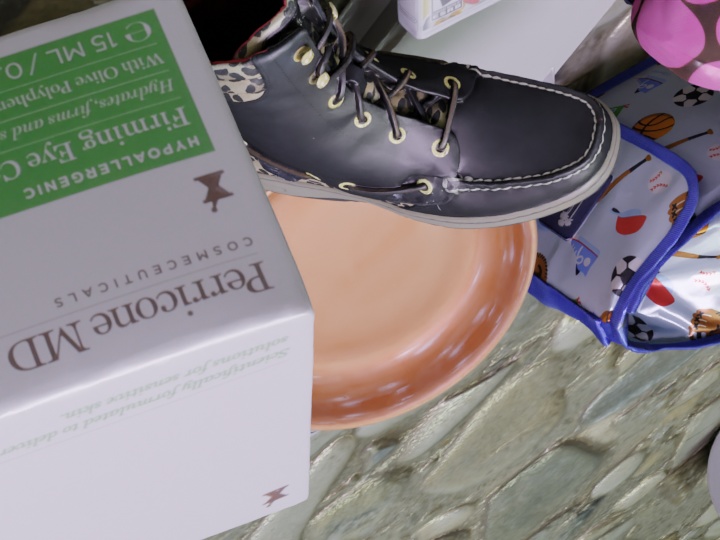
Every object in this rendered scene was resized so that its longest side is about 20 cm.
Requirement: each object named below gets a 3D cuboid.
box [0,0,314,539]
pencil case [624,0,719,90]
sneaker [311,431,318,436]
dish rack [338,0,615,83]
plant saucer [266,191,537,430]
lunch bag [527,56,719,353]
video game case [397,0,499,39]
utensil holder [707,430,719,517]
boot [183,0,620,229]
[{"bbox_3d":[-0.139,0.023,0.939,0.199,0.172,0.200,-19,155,-12],"label":"box"},{"bbox_3d":[0.209,-0.195,1.204,0.094,0.091,0.200,-60,176,-41],"label":"pencil case"},{"bbox_3d":[-0.088,0.088,1.320,0.115,0.075,0.200,-12,150,-52],"label":"sneaker"},{"bbox_3d":[0.073,-0.136,1.170,0.200,0.044,0.172,-6,143,-52],"label":"dish rack"},{"bbox_3d":[0.000,0.000,1.236,0.200,0.037,0.201,-13,129,-16],"label":"plant saucer"},{"bbox_3d":[0.182,-0.040,1.331,0.200,0.170,0.124,-29,125,-17],"label":"lunch bag"},{"bbox_3d":[0.100,-0.216,1.022,0.200,0.023,0.182,-28,142,-22],"label":"video game case"},{"bbox_3d":[0.457,0.216,2.303,0.170,0.170,0.200,-43,155,13],"label":"utensil holder"},{"bbox_3d":[0.006,-0.080,1.021,0.154,0.203,0.074,49,49,-64],"label":"boot"}]
